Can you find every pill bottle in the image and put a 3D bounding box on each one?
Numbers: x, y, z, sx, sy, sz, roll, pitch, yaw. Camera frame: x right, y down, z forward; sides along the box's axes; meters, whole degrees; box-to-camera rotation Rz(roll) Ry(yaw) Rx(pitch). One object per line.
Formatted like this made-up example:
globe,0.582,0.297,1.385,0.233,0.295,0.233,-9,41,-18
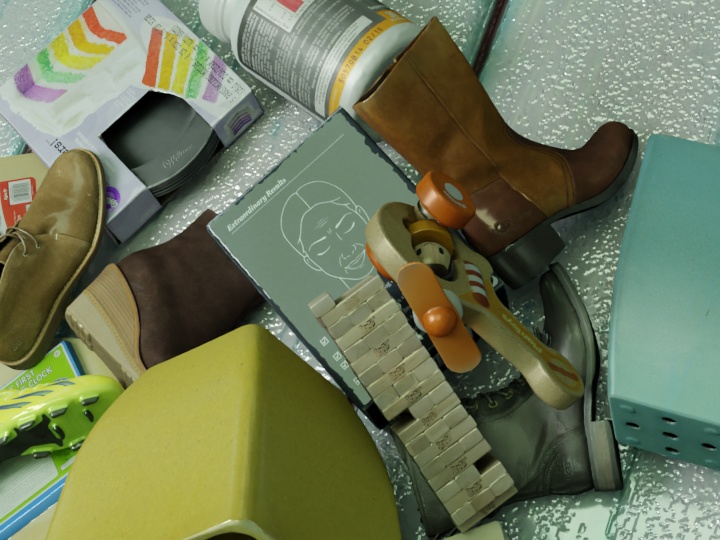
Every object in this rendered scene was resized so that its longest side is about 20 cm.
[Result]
pill bottle,-0.042,-0.205,1.283,0.199,0.116,0.117,37,81,25

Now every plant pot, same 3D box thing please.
plant pot,0.255,0.033,1.073,0.140,0.142,0.202,14,67,21
plant pot,-0.090,0.161,1.041,0.194,0.194,0.201,-25,43,27

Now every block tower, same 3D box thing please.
block tower,0.039,0.093,1.069,0.058,0.054,0.201,-35,93,-4

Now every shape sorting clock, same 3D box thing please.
shape sorting clock,-0.275,0.149,1.238,0.198,0.039,0.202,-11,59,20

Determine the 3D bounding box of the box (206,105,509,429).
box,0.000,0.000,1.174,0.148,0.107,0.200,-41,74,-3

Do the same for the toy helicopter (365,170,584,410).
toy helicopter,0.082,0.028,1.043,0.200,0.132,0.079,43,114,-3

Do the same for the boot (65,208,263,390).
boot,-0.130,0.051,1.216,0.166,0.073,0.200,-34,68,-24

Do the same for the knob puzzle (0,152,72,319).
knob puzzle,-0.366,-0.014,1.333,0.217,0.031,0.222,0,61,0

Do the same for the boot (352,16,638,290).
boot,0.112,-0.116,1.163,0.188,0.068,0.200,-44,98,-19

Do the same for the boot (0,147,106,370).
boot,-0.277,-0.020,1.248,0.073,0.075,0.202,11,75,29

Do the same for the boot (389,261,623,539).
boot,0.105,0.103,1.135,0.172,0.069,0.202,-12,72,11

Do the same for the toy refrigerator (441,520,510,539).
toy refrigerator,0.029,0.265,1.096,0.198,0.070,0.076,-21,57,6

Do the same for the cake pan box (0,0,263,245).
cake pan box,-0.214,-0.149,1.341,0.184,0.052,0.200,-42,67,-5

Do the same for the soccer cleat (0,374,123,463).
soccer cleat,-0.287,0.120,1.197,0.199,0.065,0.084,-24,49,11
